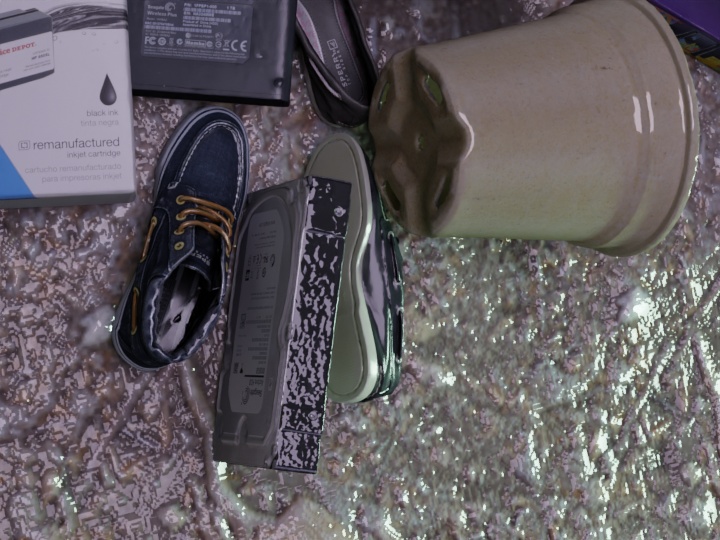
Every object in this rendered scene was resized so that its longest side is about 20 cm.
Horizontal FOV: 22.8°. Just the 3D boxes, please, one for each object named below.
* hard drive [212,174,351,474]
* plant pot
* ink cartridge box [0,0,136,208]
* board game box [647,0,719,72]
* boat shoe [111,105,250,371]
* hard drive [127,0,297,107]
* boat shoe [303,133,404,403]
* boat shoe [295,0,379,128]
[{"bbox_3d":[-0.058,0.039,1.259,0.037,0.139,0.202,9,84,-22],"label":"hard drive"},{"bbox_3d":[0.113,-0.101,1.299,0.182,0.200,0.203,-7,90,-28],"label":"plant pot"},{"bbox_3d":[-0.228,-0.146,1.210,0.143,0.084,0.202,-3,88,-9],"label":"ink cartridge box"},{"bbox_3d":[0.272,-0.278,1.466,0.199,0.057,0.167,26,76,-20],"label":"board game box"},{"bbox_3d":[-0.114,-0.025,1.264,0.070,0.091,0.202,21,79,-21],"label":"boat shoe"},{"bbox_3d":[-0.112,-0.224,1.284,0.138,0.033,0.202,4,85,-1],"label":"hard drive"},{"bbox_3d":[0.002,0.000,1.328,0.066,0.074,0.201,10,67,-48],"label":"boat shoe"},{"bbox_3d":[-0.032,-0.204,1.328,0.066,0.057,0.202,-25,97,-23],"label":"boat shoe"}]
